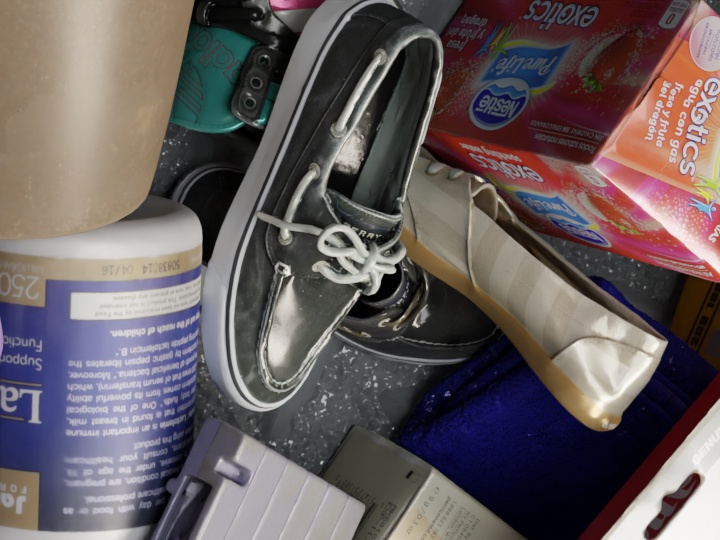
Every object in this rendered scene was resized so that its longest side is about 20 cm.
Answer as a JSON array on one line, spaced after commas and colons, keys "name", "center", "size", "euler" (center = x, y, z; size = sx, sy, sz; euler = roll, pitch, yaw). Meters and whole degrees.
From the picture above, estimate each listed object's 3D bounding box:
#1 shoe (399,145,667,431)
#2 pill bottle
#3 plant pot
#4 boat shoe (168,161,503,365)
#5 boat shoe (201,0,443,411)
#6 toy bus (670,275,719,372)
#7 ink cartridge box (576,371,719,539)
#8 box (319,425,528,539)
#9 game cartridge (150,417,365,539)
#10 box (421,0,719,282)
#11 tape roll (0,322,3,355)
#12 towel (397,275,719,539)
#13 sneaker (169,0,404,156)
[{"name": "shoe", "center": [0.068, -0.010, 1.212], "size": [0.053, 0.200, 0.070], "euler": [-51, 161, 21]}, {"name": "pill bottle", "center": [-0.133, 0.069, 1.151], "size": [0.115, 0.116, 0.202], "euler": [-2, 101, -26]}, {"name": "plant pot", "center": [-0.147, -0.112, 1.071], "size": [0.199, 0.200, 0.176], "euler": [-9, 114, -25]}, {"name": "boat shoe", "center": [0.000, 0.000, 1.232], "size": [0.199, 0.066, 0.070], "euler": [27, 88, -29]}, {"name": "boat shoe", "center": [-0.011, -0.023, 1.140], "size": [0.073, 0.068, 0.200], "euler": [15, 101, -44]}, {"name": "toy bus", "center": [0.235, -0.031, 1.338], "size": [0.065, 0.078, 0.201], "euler": [24, 89, -29]}, {"name": "ink cartridge box", "center": [0.172, 0.141, 1.226], "size": [0.200, 0.084, 0.176], "euler": [-48, 118, -6]}, {"name": "box", "center": [0.063, 0.172, 1.285], "size": [0.200, 0.095, 0.078], "euler": [39, 82, -26]}, {"name": "game cartridge", "center": [-0.075, 0.178, 1.151], "size": [0.201, 0.038, 0.130], "euler": [-65, 151, -8]}, {"name": "box", "center": [0.114, -0.072, 1.199], "size": [0.100, 0.200, 0.096], "euler": [38, 81, -28]}, {"name": "tape roll", "center": [-0.224, -0.036, 1.035], "size": [0.065, 0.200, 0.201], "euler": [-30, 112, -19]}, {"name": "towel", "center": [0.135, 0.103, 1.297], "size": [0.147, 0.050, 0.200], "euler": [-39, 119, 23]}, {"name": "sneaker", "center": [-0.063, -0.122, 1.170], "size": [0.121, 0.083, 0.200], "euler": [-50, 119, -20]}]
